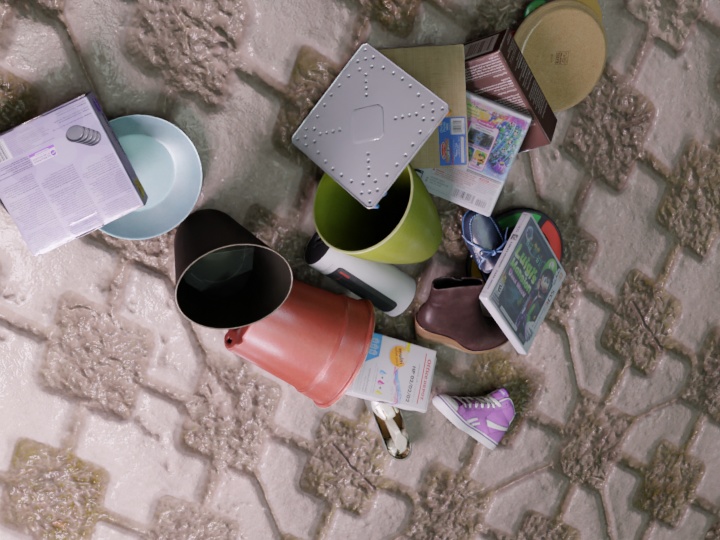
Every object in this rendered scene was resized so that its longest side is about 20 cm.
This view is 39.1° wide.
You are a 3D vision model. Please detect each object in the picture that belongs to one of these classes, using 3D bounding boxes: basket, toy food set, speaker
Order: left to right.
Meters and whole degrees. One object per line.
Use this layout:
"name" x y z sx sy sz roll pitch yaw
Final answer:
"basket" -0.221 -0.012 1.589 0.180 0.200 0.137 -11 115 -18
"speaker" 0.000 0.000 1.752 0.200 0.081 0.081 33 97 -31
"toy food set" 0.334 -0.370 1.741 0.197 0.049 0.201 -20 118 -13

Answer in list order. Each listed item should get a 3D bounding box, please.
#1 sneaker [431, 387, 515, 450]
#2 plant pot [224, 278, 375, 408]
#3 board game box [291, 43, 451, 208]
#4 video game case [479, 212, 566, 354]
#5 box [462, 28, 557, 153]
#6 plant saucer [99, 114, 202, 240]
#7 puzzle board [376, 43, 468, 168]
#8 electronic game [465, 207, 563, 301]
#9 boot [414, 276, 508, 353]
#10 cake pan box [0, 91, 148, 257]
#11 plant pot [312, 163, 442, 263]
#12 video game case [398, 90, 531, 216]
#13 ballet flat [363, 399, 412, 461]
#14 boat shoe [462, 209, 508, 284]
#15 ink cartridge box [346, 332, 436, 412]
"sneaker" 0.225 0.259 1.967 0.200 0.073 0.114 36 92 -40
"plant pot" -0.110 0.101 1.698 0.195 0.201 0.201 26 101 -21
"board game box" 0.016 -0.227 1.601 0.200 0.200 0.026 -52 152 8
"video game case" 0.294 0.026 1.809 0.182 0.023 0.200 -61 139 -19
"box" 0.241 -0.295 1.698 0.100 0.075 0.200 -11 127 35
"plant saucer" -0.347 -0.147 1.573 0.200 0.039 0.202 -8 115 -17
"puzzle board" 0.099 -0.266 1.666 0.150 0.017 0.201 -1 109 10
"electronic game" 0.286 -0.020 1.879 0.199 0.042 0.201 -8 115 -18
"boot" 0.202 0.078 1.838 0.199 0.073 0.167 1 141 -14
"cake pan box" -0.443 -0.139 1.494 0.199 0.052 0.185 -25 107 4
"plant pot" 0.052 -0.085 1.684 0.187 0.187 0.200 -52 144 6
"video game case" 0.160 -0.209 1.695 0.199 0.024 0.183 22 111 2
"ballet flat" 0.056 0.273 1.903 0.067 0.064 0.201 -24 119 -10
"boat shoe" 0.245 -0.022 1.806 0.084 0.069 0.200 -30 116 1
"ink cartridge box" 0.065 0.187 1.842 0.199 0.068 0.116 17 78 -27
